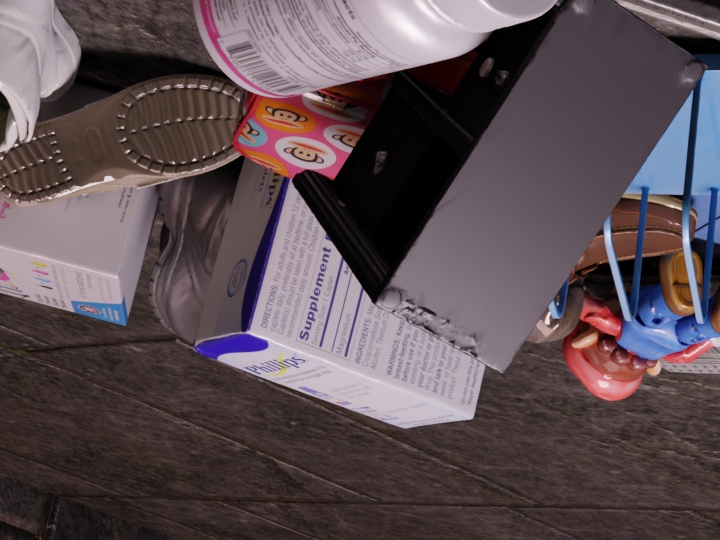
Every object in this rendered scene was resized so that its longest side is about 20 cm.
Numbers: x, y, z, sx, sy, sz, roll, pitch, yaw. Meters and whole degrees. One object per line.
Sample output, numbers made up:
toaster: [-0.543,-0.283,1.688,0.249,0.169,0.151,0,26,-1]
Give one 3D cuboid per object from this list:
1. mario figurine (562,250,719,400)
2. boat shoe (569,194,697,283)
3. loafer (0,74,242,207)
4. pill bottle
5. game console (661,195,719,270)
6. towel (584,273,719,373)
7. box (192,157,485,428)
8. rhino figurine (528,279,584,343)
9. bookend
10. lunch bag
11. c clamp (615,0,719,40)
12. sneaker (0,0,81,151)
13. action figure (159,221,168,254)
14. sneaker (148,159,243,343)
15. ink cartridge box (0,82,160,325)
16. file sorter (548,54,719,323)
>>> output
mario figurine: [0.225,0.026,1.396,0.124,0.106,0.200,55,151,0]
boat shoe: [0.139,-0.017,1.254,0.198,0.068,0.072,-2,157,20]
loafer: [-0.171,-0.096,1.294,0.198,0.076,0.068,-12,-174,-6]
pill bottle: [0.009,-0.162,0.946,0.113,0.114,0.199,27,158,-37]
game console: [0.250,-0.043,1.268,0.175,0.031,0.200,18,162,-11]
towel: [0.302,0.042,1.503,0.199,0.035,0.192,1,155,41]
box: [0.000,0.000,1.333,0.199,0.186,0.105,22,162,-25]
rhino figurine: [0.117,0.008,1.400,0.059,0.088,0.200,19,177,-25]
bookend: [0.070,-0.080,1.010,0.092,0.201,0.199,28,-168,-24]
lunch bag: [0.022,-0.104,1.167,0.198,0.083,0.176,17,161,-10]
c clamp: [0.180,-0.167,0.948,0.198,0.027,0.171,18,162,-12]
sneaker: [-0.244,-0.131,1.227,0.073,0.117,0.200,11,164,2]
action figure: [-0.076,-0.023,1.510,0.199,0.070,0.130,-7,142,37]
sneaker: [-0.116,-0.008,1.426,0.090,0.076,0.201,28,138,21]
ink cartridge box: [-0.264,-0.064,1.393,0.198,0.146,0.147,14,163,-1]
file sorter: [0.209,-0.043,1.088,0.198,0.124,0.139,1,151,17]
